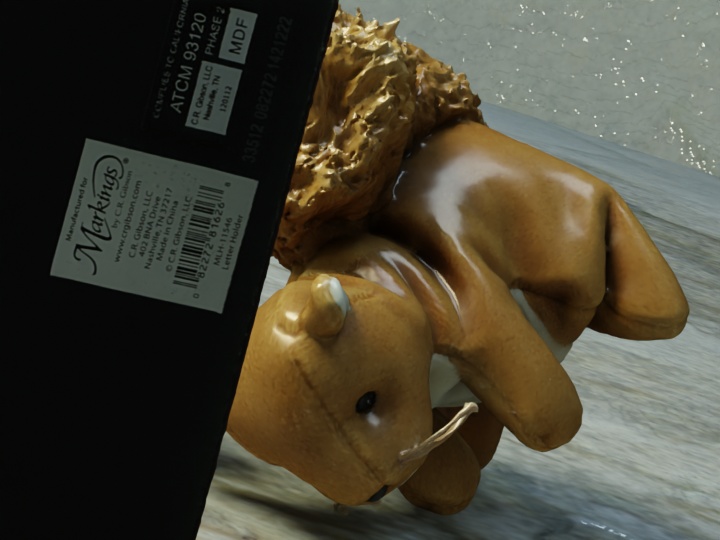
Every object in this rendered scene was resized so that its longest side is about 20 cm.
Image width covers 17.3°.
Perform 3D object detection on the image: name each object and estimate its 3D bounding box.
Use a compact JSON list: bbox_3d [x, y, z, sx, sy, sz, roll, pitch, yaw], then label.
[{"bbox_3d":[-0.097,-0.007,0.704,0.100,0.201,0.142,12,10,-21],"label":"letter holder"},{"bbox_3d":[0.000,0.000,0.910,0.141,0.201,0.186,-29,-5,41],"label":"squirrel figurine"}]
